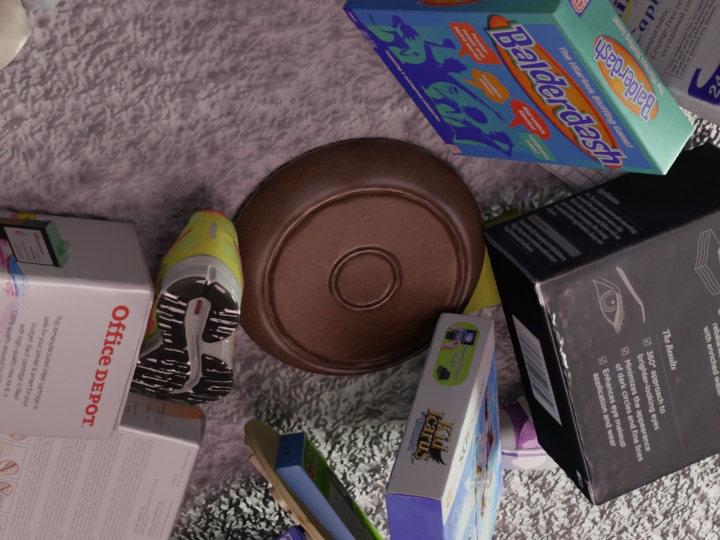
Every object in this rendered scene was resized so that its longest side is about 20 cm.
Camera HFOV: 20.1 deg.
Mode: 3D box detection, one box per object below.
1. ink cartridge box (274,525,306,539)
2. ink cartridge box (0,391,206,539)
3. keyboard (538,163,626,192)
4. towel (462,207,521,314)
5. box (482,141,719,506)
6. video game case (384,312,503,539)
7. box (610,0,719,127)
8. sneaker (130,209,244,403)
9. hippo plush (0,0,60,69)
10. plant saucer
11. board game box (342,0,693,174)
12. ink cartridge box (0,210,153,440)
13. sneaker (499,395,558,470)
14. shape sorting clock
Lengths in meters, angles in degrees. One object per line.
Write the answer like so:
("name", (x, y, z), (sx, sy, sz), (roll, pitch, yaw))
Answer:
("ink cartridge box", (-0.059, 0.271, 1.635), (0.136, 0.076, 0.200), (-38, 163, 13))
("ink cartridge box", (-0.236, 0.157, 1.583), (0.200, 0.050, 0.162), (16, 123, -7))
("keyboard", (0.127, -0.113, 1.489), (0.200, 0.011, 0.056), (31, 114, -34))
("towel", (0.036, 0.015, 1.561), (0.200, 0.018, 0.086), (-19, 134, -3))
("box", (0.220, 0.038, 1.527), (0.200, 0.117, 0.197), (-21, 116, -10))
("video game case", (0.067, 0.166, 1.514), (0.045, 0.181, 0.200), (6, 135, 14))
("box", (0.273, -0.145, 1.374), (0.184, 0.200, 0.105), (23, 96, -31))
("sneaker", (-0.120, 0.028, 1.483), (0.078, 0.090, 0.200), (13, 147, -12))
("hippo plush", (-0.268, -0.205, 1.230), (0.161, 0.159, 0.200), (43, 150, -20))
("plant saucer", (0.000, 0.000, 1.505), (0.200, 0.035, 0.201), (-6, 120, -10))
("board game box", (0.102, -0.134, 1.342), (0.152, 0.200, 0.045), (50, 64, -34))
("ink cartridge box", (-0.261, 0.037, 1.436), (0.200, 0.084, 0.145), (5, 126, -21))
("sneaker", (0.178, 0.089, 1.640), (0.200, 0.073, 0.115), (-12, 119, -11))
("shape sorting clock", (-0.025, 0.195, 1.564), (0.039, 0.200, 0.200), (-36, 130, 3))
